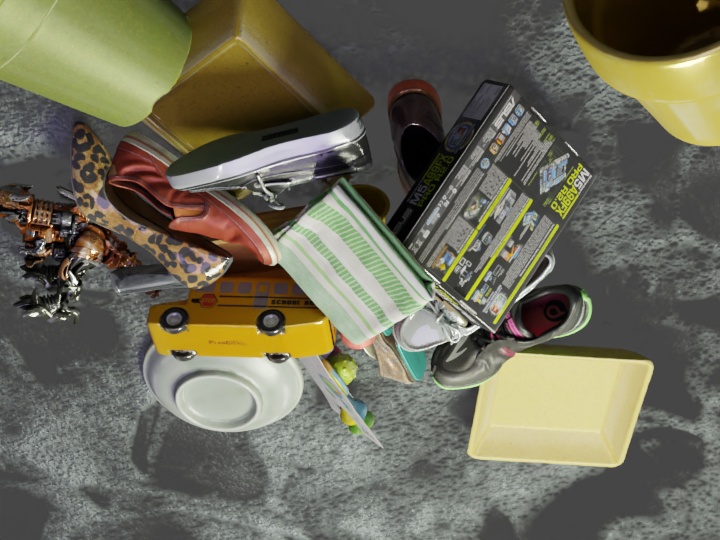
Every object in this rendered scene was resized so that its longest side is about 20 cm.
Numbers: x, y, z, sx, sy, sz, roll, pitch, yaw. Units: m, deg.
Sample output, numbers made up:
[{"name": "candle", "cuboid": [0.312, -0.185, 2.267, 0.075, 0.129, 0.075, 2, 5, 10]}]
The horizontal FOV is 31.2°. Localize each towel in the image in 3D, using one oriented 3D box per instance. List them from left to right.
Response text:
[{"name": "towel", "cuboid": [-0.013, -0.003, 1.276, 0.153, 0.023, 0.200, 48, 151, -5]}]

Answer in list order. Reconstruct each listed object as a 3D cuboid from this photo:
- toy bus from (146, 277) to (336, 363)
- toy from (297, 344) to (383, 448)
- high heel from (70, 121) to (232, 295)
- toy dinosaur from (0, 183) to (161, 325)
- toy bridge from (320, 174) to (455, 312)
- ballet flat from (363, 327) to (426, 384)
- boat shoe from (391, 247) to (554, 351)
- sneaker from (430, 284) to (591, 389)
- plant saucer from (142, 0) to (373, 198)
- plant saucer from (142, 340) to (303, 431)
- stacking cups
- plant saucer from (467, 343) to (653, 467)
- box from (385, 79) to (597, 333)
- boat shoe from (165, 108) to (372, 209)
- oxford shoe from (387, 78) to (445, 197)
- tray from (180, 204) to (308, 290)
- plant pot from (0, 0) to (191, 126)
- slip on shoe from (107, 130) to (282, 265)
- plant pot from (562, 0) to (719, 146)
[{"name": "toy bus", "cuboid": [-0.128, 0.052, 1.411, 0.199, 0.079, 0.065, 1, 144, 7]}, {"name": "toy", "cuboid": [-0.033, 0.117, 1.530, 0.047, 0.115, 0.200, -40, 129, -15]}, {"name": "high heel", "cuboid": [-0.217, -0.071, 1.339, 0.142, 0.071, 0.201, -8, 114, 20]}, {"name": "toy dinosaur", "cuboid": [-0.316, -0.016, 1.406, 0.200, 0.102, 0.136, 36, 110, -2]}, {"name": "toy bridge", "cuboid": [0.032, -0.031, 1.377, 0.200, 0.027, 0.067, 43, 161, -4]}, {"name": "ballet flat", "cuboid": [0.020, 0.059, 1.483, 0.067, 0.068, 0.201, 8, 137, 28]}, {"name": "boat shoe", "cuboid": [0.122, 0.027, 1.412, 0.201, 0.065, 0.075, -28, 99, 9]}, {"name": "sneaker", "cuboid": [0.163, 0.065, 1.448, 0.199, 0.077, 0.084, -31, 159, 5]}, {"name": "plant saucer", "cuboid": [-0.122, -0.164, 1.276, 0.200, 0.049, 0.200, -31, 124, 27]}, {"name": "plant saucer", "cuboid": [-0.170, 0.144, 1.569, 0.199, 0.050, 0.201, 3, 135, 3]}, {"name": "stacking cups", "cuboid": [0.000, 0.000, 1.356, 0.060, 0.061, 0.201, 1, 138, 1]}, {"name": "plant saucer", "cuboid": [0.239, 0.156, 1.575, 0.199, 0.049, 0.201, 4, 133, -1]}, {"name": "box", "cuboid": [0.129, -0.063, 1.288, 0.160, 0.044, 0.200, 38, 82, -35]}, {"name": "boat shoe", "cuboid": [-0.087, -0.099, 1.243, 0.198, 0.074, 0.068, -16, 117, 4]}, {"name": "oxford shoe", "cuboid": [0.069, -0.097, 1.325, 0.071, 0.073, 0.200, -14, 132, 13]}, {"name": "tray", "cuboid": [-0.104, -0.020, 1.407, 0.199, 0.037, 0.099, -8, 140, 17]}, {"name": "plant pot", "cuboid": [-0.259, -0.226, 1.150, 0.200, 0.201, 0.190, -35, 134, 29]}, {"name": "slip on shoe", "cuboid": [-0.167, -0.061, 1.298, 0.200, 0.061, 0.074, 34, 167, -6]}, {"name": "plant pot", "cuboid": [0.301, -0.214, 1.139, 0.200, 0.202, 0.189, -20, 146, 19]}]
